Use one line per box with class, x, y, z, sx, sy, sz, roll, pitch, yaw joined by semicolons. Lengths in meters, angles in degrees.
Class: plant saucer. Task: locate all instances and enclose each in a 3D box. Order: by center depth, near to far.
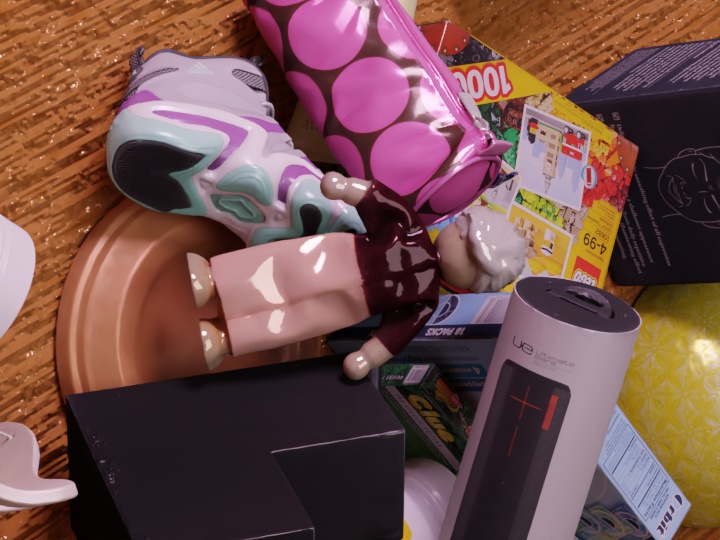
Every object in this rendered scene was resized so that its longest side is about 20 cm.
plant saucer;-0.097;0.045;1.469;0.199;0.037;0.202;2;86;-40

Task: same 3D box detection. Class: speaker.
speaker;0.104;0.106;1.418;0.081;0.081;0.201;-2;117;-41

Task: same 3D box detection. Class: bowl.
bowl;0.290;0.092;1.757;0.199;0.107;0.202;2;87;-40

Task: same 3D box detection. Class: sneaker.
sneaker;-0.059;-0.077;1.460;0.199;0.078;0.140;31;38;-24

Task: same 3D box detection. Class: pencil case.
pencil case;0.010;-0.121;1.475;0.090;0.094;0.201;-17;66;-48

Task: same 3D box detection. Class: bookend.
bookend;-0.050;0.141;1.351;0.198;0.199;0.093;-8;118;-18

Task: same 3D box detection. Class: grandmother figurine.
grandmother figurine;0.000;0.000;1.396;0.198;0.061;0.122;-10;111;-4

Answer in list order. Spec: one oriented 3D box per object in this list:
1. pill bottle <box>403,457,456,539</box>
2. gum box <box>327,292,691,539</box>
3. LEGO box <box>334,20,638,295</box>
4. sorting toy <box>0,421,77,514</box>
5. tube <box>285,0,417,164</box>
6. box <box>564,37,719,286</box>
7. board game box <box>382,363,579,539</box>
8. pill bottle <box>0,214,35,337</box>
pill bottle;-0.020;0.191;1.482;0.199;0.111;0.112;-23;103;-39
gum box;0.097;0.099;1.548;0.200;0.169;0.045;52;58;-26
LEGO box;0.082;-0.056;1.601;0.199;0.077;0.150;28;70;-37
sorting toy;-0.242;0.096;1.247;0.199;0.179;0.108;29;70;-36
tube;0.006;-0.162;1.550;0.052;0.058;0.201;24;72;-29
box;0.258;-0.079;1.675;0.107;0.199;0.149;-34;110;-36
board game box;0.064;0.135;1.561;0.200;0.104;0.024;51;60;-28
pill bottle;-0.276;-0.031;1.267;0.200;0.112;0.113;33;68;-35
